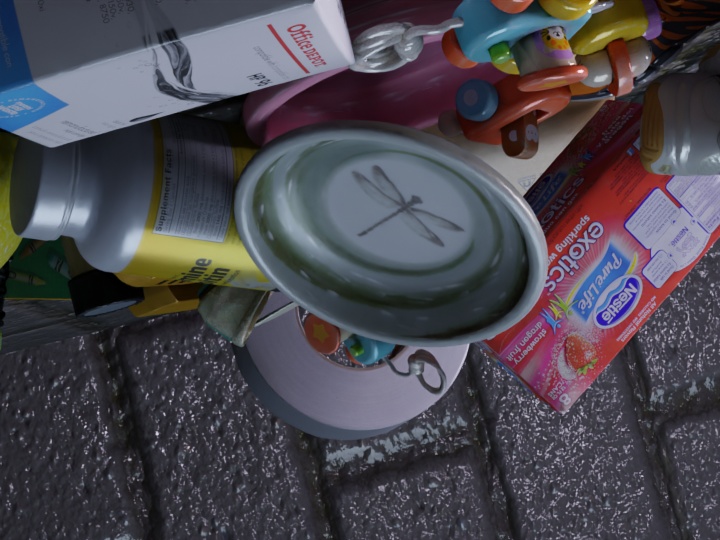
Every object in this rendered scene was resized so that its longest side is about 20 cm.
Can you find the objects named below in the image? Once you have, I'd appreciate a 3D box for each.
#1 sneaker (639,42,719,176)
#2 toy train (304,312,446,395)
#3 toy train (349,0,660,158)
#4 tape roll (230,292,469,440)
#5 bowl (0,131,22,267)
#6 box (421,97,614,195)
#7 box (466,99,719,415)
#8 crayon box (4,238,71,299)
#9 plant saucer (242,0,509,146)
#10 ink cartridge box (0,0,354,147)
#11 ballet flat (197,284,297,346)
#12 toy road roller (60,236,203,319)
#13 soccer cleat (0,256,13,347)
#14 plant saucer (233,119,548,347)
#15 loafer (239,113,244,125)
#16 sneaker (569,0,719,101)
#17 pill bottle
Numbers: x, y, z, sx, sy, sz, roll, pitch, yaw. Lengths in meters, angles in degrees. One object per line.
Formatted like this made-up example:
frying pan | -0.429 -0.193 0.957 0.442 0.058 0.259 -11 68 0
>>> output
sneaker | 0.244 -0.095 0.761 0.087 0.076 0.200 9 -156 31
toy train | 0.000 0.000 0.881 0.055 0.202 0.150 -25 -150 -32
toy train | 0.086 -0.100 0.662 0.149 0.056 0.199 -25 166 25
tape roll | -0.009 0.039 1.037 0.198 0.202 0.066 -13 169 -17
bowl | -0.312 -0.016 0.843 0.198 0.109 0.200 -14 176 -1
box | 0.090 -0.111 0.904 0.198 0.021 0.164 -13 137 -1
box | 0.159 -0.013 0.869 0.200 0.100 0.095 -49 -165 0
crayon box | -0.287 -0.007 1.100 0.198 0.059 0.118 0 -178 27
plant saucer | 0.020 -0.130 0.758 0.199 0.051 0.201 -16 172 -2
ink cartridge box | -0.072 -0.118 0.540 0.198 0.069 0.116 -15 176 7
ballet flat | -0.042 -0.018 0.975 0.200 0.062 0.067 -43 172 -9
toy road roller | -0.147 -0.038 0.997 0.145 0.124 0.200 -18 174 26
soccer cleat | -0.314 0.025 0.999 0.201 0.081 0.068 -55 -178 1
plant saucer | 0.021 -0.031 0.768 0.198 0.051 0.201 12 142 9
loafer | -0.060 -0.090 0.981 0.075 0.068 0.200 -13 176 -11
sneaker | 0.170 -0.169 0.734 0.199 0.078 0.112 -29 164 32
pill bottle | -0.127 -0.050 0.827 0.198 0.113 0.112 8 166 -29
